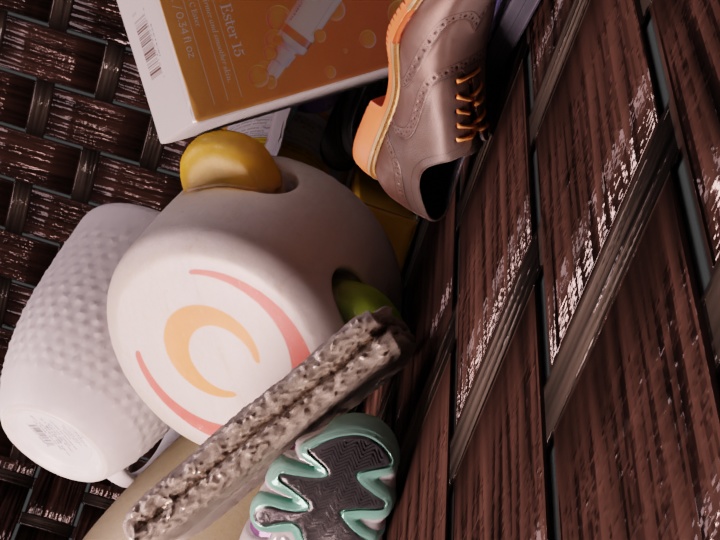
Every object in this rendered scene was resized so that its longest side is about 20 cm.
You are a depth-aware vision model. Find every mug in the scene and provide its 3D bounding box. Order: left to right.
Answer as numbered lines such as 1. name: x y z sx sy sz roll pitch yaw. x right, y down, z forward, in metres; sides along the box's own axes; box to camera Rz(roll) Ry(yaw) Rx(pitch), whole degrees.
1. mug: -0.181 0.081 1.259 0.176 0.146 0.201 -62 -35 -35

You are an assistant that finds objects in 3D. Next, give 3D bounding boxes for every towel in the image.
1. towel: -0.051 0.093 0.980 0.200 0.035 0.133 -39 -9 1

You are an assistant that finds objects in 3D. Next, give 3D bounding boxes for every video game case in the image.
1. video game case: 0.103 -0.216 1.028 0.143 0.019 0.202 116 168 -63

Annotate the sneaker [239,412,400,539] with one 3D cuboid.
1. sneaker: -0.027 0.140 1.014 0.201 0.077 0.140 -58 3 28

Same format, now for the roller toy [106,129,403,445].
1. roller toy: -0.070 0.020 1.129 0.183 0.199 0.140 -50 3 39

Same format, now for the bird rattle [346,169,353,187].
1. bird rattle: -0.031 -0.036 1.474 0.163 0.112 0.202 -116 37 -57

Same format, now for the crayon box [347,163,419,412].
1. crayon box: 0.000 0.000 1.267 0.127 0.050 0.202 -91 19 -74

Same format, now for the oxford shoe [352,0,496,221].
1. oxford shoe: 0.056 -0.111 0.968 0.071 0.073 0.201 -27 -26 -30

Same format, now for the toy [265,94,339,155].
1. toy: -0.034 -0.162 1.265 0.116 0.047 0.201 113 166 -45

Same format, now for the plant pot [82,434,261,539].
1. plant pot: -0.106 0.197 1.225 0.201 0.186 0.187 -60 8 10

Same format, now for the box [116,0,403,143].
1. box: -0.049 -0.175 1.093 0.097 0.198 0.126 -10 98 69

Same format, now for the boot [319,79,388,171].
1. boot: 0.023 -0.170 1.243 0.202 0.067 0.131 -66 16 -1

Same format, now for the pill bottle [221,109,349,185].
1. pill bottle: -0.066 -0.077 1.333 0.112 0.110 0.201 112 174 -47
